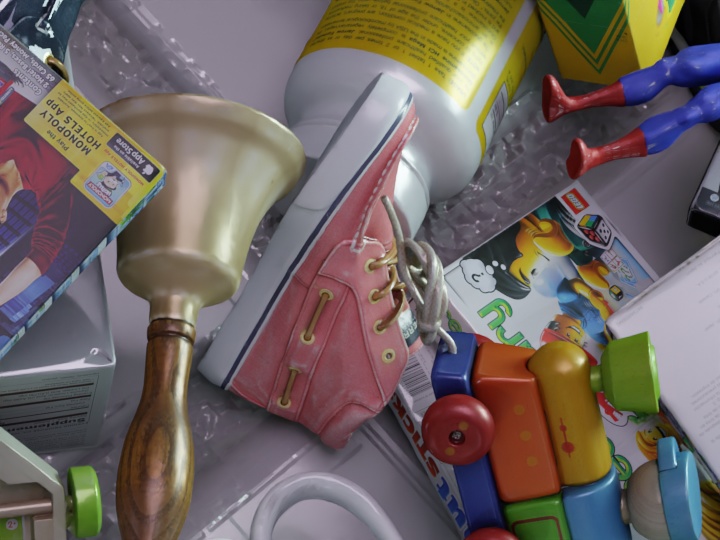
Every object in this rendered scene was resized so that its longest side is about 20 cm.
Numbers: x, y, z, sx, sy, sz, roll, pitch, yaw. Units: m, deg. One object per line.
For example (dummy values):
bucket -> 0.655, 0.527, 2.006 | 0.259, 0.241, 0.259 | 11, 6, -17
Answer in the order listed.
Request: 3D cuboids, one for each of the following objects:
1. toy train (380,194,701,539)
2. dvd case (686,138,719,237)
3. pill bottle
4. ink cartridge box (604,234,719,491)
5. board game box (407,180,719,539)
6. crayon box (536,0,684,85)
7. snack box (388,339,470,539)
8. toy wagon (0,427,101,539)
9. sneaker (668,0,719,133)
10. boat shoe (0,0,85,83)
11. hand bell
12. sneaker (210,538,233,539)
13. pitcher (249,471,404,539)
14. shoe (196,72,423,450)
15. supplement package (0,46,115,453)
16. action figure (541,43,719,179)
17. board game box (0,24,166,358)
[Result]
toy train -> 0.087, 0.050, 0.913 | 0.115, 0.201, 0.085 | -10, 20, 12
dvd case -> 0.281, -0.080, 1.055 | 0.150, 0.025, 0.201 | 23, 65, 12
pill bottle -> 0.028, -0.109, 1.055 | 0.112, 0.113, 0.201 | 27, 61, 1
ink cartridge box -> 0.222, 0.076, 0.973 | 0.109, 0.050, 0.200 | -35, 80, 1
board game box -> 0.132, 0.060, 1.025 | 0.126, 0.035, 0.200 | -33, 78, -37
crayon box -> 0.147, -0.229, 1.054 | 0.058, 0.173, 0.201 | 10, 61, 27
snack box -> 0.084, 0.120, 1.008 | 0.072, 0.024, 0.201 | -21, 71, -24
toy wagon -> -0.192, 0.120, 0.869 | 0.154, 0.040, 0.201 | -5, 105, -16
sneaker -> 0.208, -0.169, 1.145 | 0.071, 0.083, 0.201 | -25, 73, -24
boat shoe -> -0.156, -0.075, 0.896 | 0.091, 0.071, 0.201 | 34, 69, 4
hand bell -> -0.082, 0.036, 0.853 | 0.104, 0.104, 0.201 | 8, 65, -10
sneaker -> -0.076, 0.218, 0.823 | 0.088, 0.075, 0.201 | -13, 72, 22
pitcher -> 0.017, 0.194, 0.904 | 0.199, 0.121, 0.172 | 22, 65, 9
shoe -> 0.000, 0.000, 0.957 | 0.091, 0.200, 0.072 | 31, 34, -2
supplement package -> -0.211, -0.016, 0.953 | 0.155, 0.111, 0.201 | -5, 66, -15
action figure -> 0.199, -0.114, 1.009 | 0.199, 0.099, 0.066 | -16, 64, -10
board game box -> -0.218, -0.027, 0.807 | 0.200, 0.062, 0.200 | 41, 78, 6
